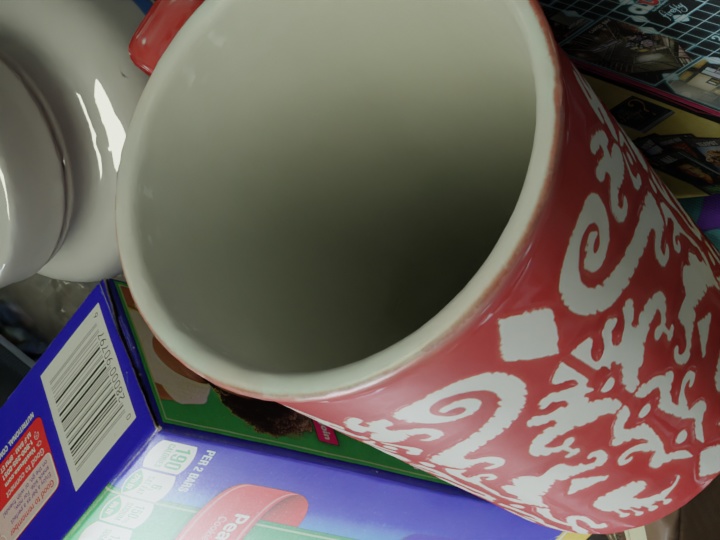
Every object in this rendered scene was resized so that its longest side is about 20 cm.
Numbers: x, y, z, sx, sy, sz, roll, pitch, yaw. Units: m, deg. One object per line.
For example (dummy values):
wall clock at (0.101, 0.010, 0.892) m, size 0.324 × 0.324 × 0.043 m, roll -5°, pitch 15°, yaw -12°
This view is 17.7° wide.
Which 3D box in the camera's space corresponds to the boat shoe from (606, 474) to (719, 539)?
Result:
boat shoe at (0.109, 0.061, 0.878) m, size 0.075 × 0.075 × 0.203 m, roll 37°, pitch 157°, yaw 39°

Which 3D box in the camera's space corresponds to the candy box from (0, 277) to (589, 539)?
candy box at (-0.045, 0.102, 0.834) m, size 0.169 × 0.199 × 0.077 m, roll -50°, pitch 45°, yaw 29°

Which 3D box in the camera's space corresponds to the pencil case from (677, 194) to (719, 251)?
pencil case at (0.191, -0.060, 0.766) m, size 0.092 × 0.085 × 0.200 m, roll 33°, pitch 128°, yaw -16°

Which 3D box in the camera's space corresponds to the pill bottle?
pill bottle at (-0.081, -0.063, 0.817) m, size 0.112 × 0.200 × 0.113 m, roll 19°, pitch 122°, yaw 34°

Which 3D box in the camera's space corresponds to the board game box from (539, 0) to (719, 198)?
board game box at (0.089, -0.069, 0.711) m, size 0.135 × 0.035 × 0.200 m, roll 30°, pitch 160°, yaw -32°

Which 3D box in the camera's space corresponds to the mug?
mug at (0.031, -0.016, 0.700) m, size 0.133 × 0.200 × 0.178 m, roll -30°, pitch 58°, yaw 17°

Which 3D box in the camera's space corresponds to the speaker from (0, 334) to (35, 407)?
speaker at (-0.167, 0.075, 1.037) m, size 0.200 × 0.081 × 0.081 m, roll 39°, pitch 128°, yaw 4°
